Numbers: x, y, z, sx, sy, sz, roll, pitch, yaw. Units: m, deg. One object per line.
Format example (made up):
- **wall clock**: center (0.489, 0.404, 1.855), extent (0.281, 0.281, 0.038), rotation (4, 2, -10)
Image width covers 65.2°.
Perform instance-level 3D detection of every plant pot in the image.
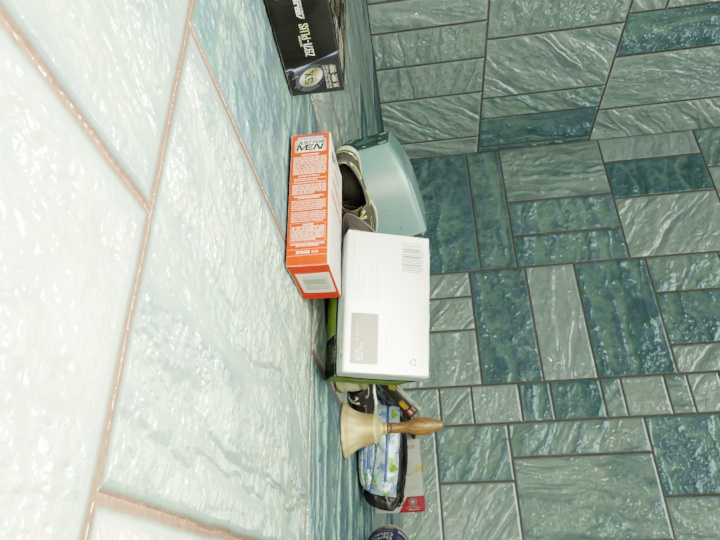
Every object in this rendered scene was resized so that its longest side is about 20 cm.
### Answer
- **plant pot**: center (0.035, -0.195, 1.277), extent (0.197, 0.190, 0.205), rotation (-81, 157, -64)

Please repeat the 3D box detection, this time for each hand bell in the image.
- **hand bell**: center (0.063, 0.307, 1.102), extent (0.104, 0.193, 0.108), rotation (-5, 90, -84)

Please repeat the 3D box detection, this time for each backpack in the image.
- **backpack**: center (0.052, 0.413, 1.288), extent (0.163, 0.149, 0.207), rotation (26, 79, -80)

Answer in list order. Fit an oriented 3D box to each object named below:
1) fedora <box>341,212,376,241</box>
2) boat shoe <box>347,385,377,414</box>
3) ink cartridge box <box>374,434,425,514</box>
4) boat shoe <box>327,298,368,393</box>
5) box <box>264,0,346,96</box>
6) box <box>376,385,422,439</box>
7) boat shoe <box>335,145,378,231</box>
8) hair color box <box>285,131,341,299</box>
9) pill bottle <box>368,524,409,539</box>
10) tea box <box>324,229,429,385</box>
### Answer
- **fedora**: center (0.000, 0.000, 1.076), extent (0.176, 0.090, 0.202), rotation (37, -19, 45)
- **boat shoe**: center (0.001, 0.246, 1.189), extent (0.059, 0.073, 0.207), rotation (0, 104, -44)
- **ink cartridge box**: center (0.103, 0.541, 1.567), extent (0.145, 0.140, 0.207), rotation (-46, 131, -82)
- **boat shoe**: center (-0.024, 0.121, 1.032), extent (0.073, 0.060, 0.207), rotation (-67, 151, -75)
- **box**: center (-0.072, -0.388, 0.808), extent (0.165, 0.083, 0.206), rotation (76, 12, -58)
- **box**: center (0.076, 0.316, 1.414), extent (0.199, 0.040, 0.139), rotation (42, -20, 32)
- **boat shoe**: center (-0.014, -0.132, 1.086), extent (0.061, 0.069, 0.206), rotation (-78, 155, -55)
- **hair color box**: center (-0.063, -0.077, 0.799), extent (0.112, 0.062, 0.206), rotation (74, 15, -64)
- **pill bottle**: center (0.056, 0.640, 1.219), extent (0.200, 0.107, 0.115), rotation (43, 43, -82)
- **tea box**: center (0.021, 0.069, 0.882), extent (0.197, 0.129, 0.207), rotation (133, -39, -72)
